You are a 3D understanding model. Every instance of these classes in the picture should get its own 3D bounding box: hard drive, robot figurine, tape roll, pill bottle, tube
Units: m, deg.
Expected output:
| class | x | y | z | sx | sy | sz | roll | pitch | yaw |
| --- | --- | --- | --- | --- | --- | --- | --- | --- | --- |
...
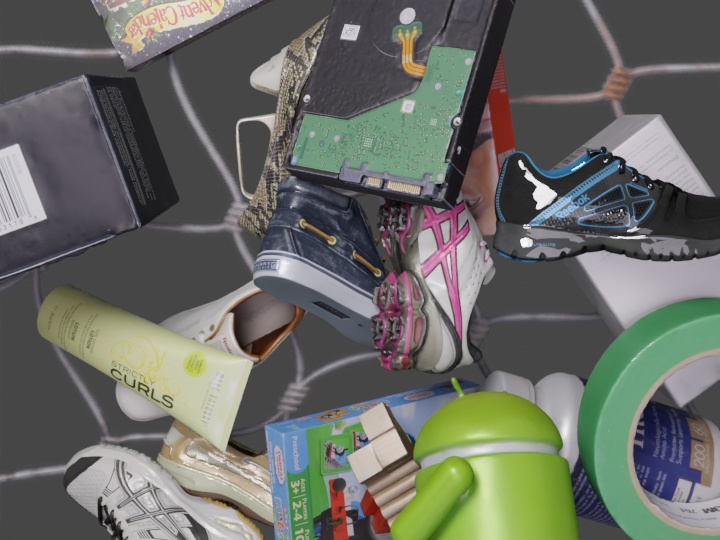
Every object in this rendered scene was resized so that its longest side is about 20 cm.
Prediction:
| class | x | y | z | sx | sy | sz | roll | pitch | yaw |
| --- | --- | --- | --- | --- | --- | --- | --- | --- | --- |
| hard drive | 0.033 | -0.154 | 0.819 | 0.138 | 0.038 | 0.203 | 12 | 80 | 29 |
| robot figurine | 0.099 | 0.181 | 0.797 | 0.115 | 0.175 | 0.203 | -18 | 66 | 31 |
| tape roll | 0.269 | 0.124 | 0.844 | 0.197 | 0.048 | 0.204 | -1 | 103 | -6 |
| pill bottle | 0.195 | 0.151 | 0.925 | 0.197 | 0.111 | 0.113 | 18 | 98 | -9 |
| tube | -0.179 | 0.070 | 0.904 | 0.198 | 0.052 | 0.058 | 25 | 142 | 22 |

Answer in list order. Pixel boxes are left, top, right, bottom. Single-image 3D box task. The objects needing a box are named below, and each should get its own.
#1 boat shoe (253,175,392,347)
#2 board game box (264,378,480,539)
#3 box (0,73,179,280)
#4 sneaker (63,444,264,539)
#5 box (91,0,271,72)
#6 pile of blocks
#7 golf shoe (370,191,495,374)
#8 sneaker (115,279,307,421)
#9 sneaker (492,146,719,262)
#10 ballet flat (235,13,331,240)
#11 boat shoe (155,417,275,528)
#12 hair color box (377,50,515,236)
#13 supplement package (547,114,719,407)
| class | x | y | z | sx | sy | sz | roll | pitch | yaw |
| --- | --- | --- | --- | --- | --- | --- | --- | --- | --- |
| boat shoe | 0.000 | 0.000 | 0.907 | 0.199 | 0.070 | 0.092 | 31 | 64 | -42 |
| board game box | 0.019 | 0.186 | 0.927 | 0.198 | 0.036 | 0.154 | -10 | 100 | -32 |
| box | -0.262 | -0.065 | 0.850 | 0.194 | 0.200 | 0.119 | -19 | 99 | 1 |
| sneaker | -0.178 | 0.216 | 0.909 | 0.198 | 0.088 | 0.076 | 21 | 134 | 20 |
| box | -0.135 | -0.271 | 0.904 | 0.198 | 0.038 | 0.138 | -27 | 97 | 3 |
| pile of blocks | 0.041 | 0.197 | 0.891 | 0.062 | 0.082 | 0.202 | -29 | 105 | 6 |
| golf shoe | 0.061 | -0.021 | 0.859 | 0.091 | 0.072 | 0.203 | 4 | 92 | -21 |
| sneaker | -0.131 | 0.065 | 0.930 | 0.199 | 0.085 | 0.073 | -36 | 99 | 6 |
| sneaker | 0.196 | -0.049 | 0.803 | 0.197 | 0.073 | 0.083 | -1 | 96 | -1 |
| ballet flat | -0.067 | -0.123 | 0.916 | 0.074 | 0.068 | 0.203 | 15 | 101 | 6 |
| boat shoe | -0.079 | 0.178 | 0.957 | 0.197 | 0.072 | 0.077 | 21 | 86 | -4 |
| hair color box | 0.063 | -0.128 | 0.898 | 0.109 | 0.064 | 0.203 | -6 | 100 | 24 |
| supplement package | 0.239 | -0.012 | 0.906 | 0.121 | 0.120 | 0.201 | -36 | 97 | 3 |
